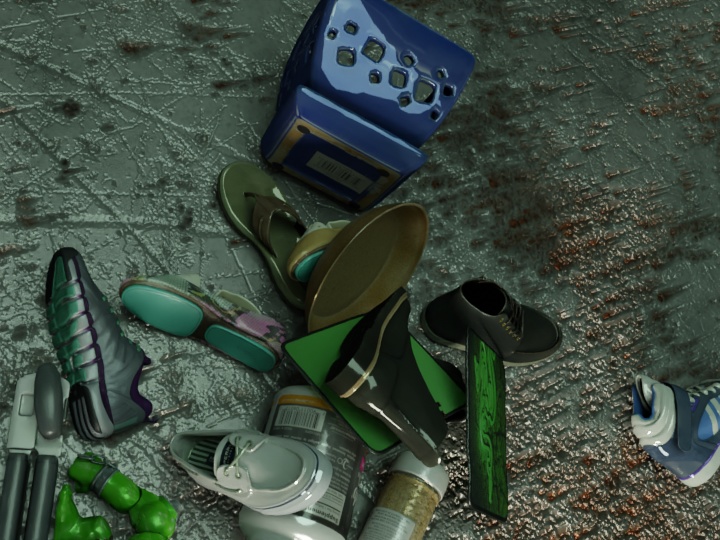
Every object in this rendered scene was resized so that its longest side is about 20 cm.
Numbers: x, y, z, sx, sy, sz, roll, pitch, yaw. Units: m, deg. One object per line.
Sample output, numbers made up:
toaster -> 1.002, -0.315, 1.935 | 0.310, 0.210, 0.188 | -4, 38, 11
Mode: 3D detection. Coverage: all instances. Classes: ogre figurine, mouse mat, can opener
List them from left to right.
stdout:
can opener -> -0.319, 0.190, 0.928 | 0.053, 0.067, 0.202 | 5, 66, -10
ogre figurine -> -0.240, 0.277, 0.920 | 0.118, 0.099, 0.201 | 9, 35, -7
mouse mat -> 0.021, 0.115, 1.057 | 0.161, 0.008, 0.199 | 47, 32, 20
mouse mat -> 0.147, 0.182, 1.115 | 0.161, 0.007, 0.202 | 40, 46, -60

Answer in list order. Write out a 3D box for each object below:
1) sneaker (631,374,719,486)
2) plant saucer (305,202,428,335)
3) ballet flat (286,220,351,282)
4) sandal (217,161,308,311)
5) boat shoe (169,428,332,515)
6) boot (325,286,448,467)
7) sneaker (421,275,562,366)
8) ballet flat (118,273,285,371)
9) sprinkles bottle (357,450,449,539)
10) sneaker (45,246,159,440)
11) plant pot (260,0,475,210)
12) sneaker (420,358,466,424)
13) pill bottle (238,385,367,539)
sneaker -> 0.439, 0.170, 1.290 | 0.146, 0.080, 0.200 | 44, 63, -7
plant saucer -> 0.000, 0.000, 1.102 | 0.035, 0.201, 0.200 | 37, 54, 25
ballet flat -> -0.035, -0.027, 1.132 | 0.063, 0.069, 0.199 | 51, 26, 19
sandal -> -0.094, -0.047, 1.141 | 0.079, 0.057, 0.202 | -32, 85, -32
boat shoe -> -0.117, 0.193, 0.946 | 0.067, 0.199, 0.074 | 38, 57, -37
boot -> 0.046, 0.112, 1.028 | 0.138, 0.077, 0.200 | 44, 32, -6
sneaker -> 0.185, 0.065, 1.198 | 0.198, 0.106, 0.076 | 9, 65, -22
ballet flat -> -0.171, 0.045, 1.069 | 0.199, 0.069, 0.072 | 26, 42, -18
sprinkles bottle -> 0.030, 0.298, 1.051 | 0.068, 0.068, 0.201 | 34, 59, -8
sneaker -> -0.270, 0.073, 1.011 | 0.087, 0.074, 0.202 | -8, 82, -41
plant pot -> -0.004, -0.195, 1.170 | 0.199, 0.200, 0.181 | 27, 67, -13
sneaker -> 0.042, 0.141, 1.104 | 0.198, 0.076, 0.079 | 2, 33, -24
pill bottle -> -0.062, 0.232, 1.007 | 0.115, 0.116, 0.202 | 23, 62, -15
